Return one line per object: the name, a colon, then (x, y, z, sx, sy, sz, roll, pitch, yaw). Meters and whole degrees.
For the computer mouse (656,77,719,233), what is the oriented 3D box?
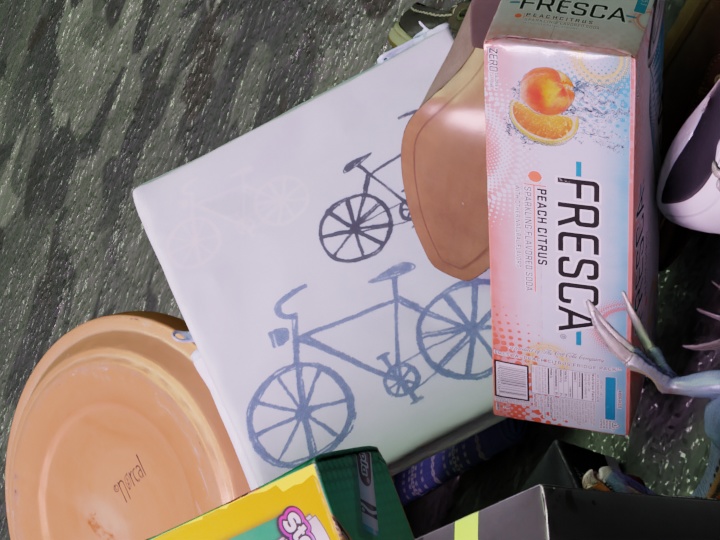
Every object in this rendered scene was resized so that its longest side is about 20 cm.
computer mouse: (0.184, -0.075, 0.971, 0.200, 0.109, 0.044, 115, 146, -41)

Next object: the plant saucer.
plant saucer: (-0.112, 0.121, 1.223, 0.200, 0.032, 0.202, 5, 98, 40)

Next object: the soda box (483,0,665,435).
soda box: (0.090, -0.028, 1.024, 0.069, 0.063, 0.201, -66, -21, -47)

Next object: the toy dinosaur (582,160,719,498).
toy dinosaur: (0.153, 0.046, 0.951, 0.200, 0.104, 0.183, 42, 131, 53)

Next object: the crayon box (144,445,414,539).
crayon box: (-0.016, 0.188, 1.017, 0.118, 0.058, 0.201, -26, 78, 28)

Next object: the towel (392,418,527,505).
towel: (0.037, 0.051, 1.276, 0.200, 0.024, 0.146, -37, 43, 55)

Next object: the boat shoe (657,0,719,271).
boat shoe: (0.163, -0.084, 1.050, 0.070, 0.070, 0.200, 49, 131, 19)

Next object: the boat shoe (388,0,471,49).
boat shoe: (0.082, -0.110, 1.232, 0.066, 0.072, 0.201, -63, 30, 5)

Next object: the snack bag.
snack bag: (0.000, 0.000, 1.165, 0.188, 0.021, 0.201, -28, 65, 1)

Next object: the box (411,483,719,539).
box: (0.085, 0.194, 0.902, 0.148, 0.124, 0.201, -33, 56, 54)

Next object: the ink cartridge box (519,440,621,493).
ink cartridge box: (0.065, 0.183, 1.096, 0.201, 0.039, 0.100, -61, 27, 24)

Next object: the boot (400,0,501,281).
boot: (0.082, -0.110, 1.109, 0.201, 0.070, 0.146, 103, -165, -45)
